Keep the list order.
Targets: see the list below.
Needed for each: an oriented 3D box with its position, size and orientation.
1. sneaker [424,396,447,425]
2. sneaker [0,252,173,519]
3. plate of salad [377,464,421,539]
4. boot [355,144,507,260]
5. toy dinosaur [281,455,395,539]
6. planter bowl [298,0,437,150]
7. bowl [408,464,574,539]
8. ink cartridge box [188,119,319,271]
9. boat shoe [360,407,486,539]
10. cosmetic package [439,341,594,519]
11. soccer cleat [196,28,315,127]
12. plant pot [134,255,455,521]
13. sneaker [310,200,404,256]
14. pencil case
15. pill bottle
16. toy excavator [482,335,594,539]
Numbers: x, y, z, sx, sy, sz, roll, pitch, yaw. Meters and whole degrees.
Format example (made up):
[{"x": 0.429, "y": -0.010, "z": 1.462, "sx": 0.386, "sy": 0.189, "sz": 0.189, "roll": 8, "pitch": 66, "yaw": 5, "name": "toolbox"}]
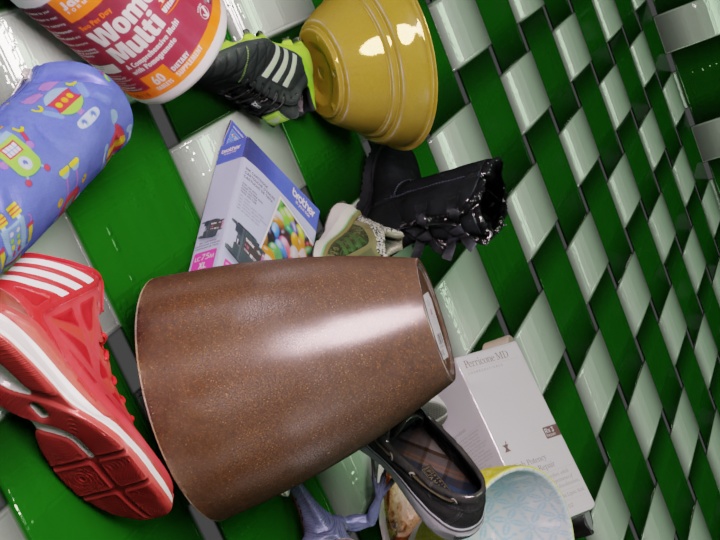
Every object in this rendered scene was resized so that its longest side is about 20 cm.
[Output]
[{"x": -0.001, "y": 0.105, "z": 1.066, "sx": 0.199, "sy": 0.070, "sz": 0.081, "roll": 28, "pitch": 26, "yaw": -44, "name": "sneaker"}, {"x": -0.178, "y": 0.069, "z": 0.755, "sx": 0.201, "sy": 0.077, "sz": 0.116, "roll": 57, "pitch": 35, "yaw": -30, "name": "sneaker"}, {"x": 0.078, "y": 0.247, "z": 1.136, "sx": 0.200, "sy": 0.048, "sz": 0.203, "roll": 36, "pitch": 46, "yaw": -48, "name": "plate of salad"}, {"x": 0.078, "y": -0.086, "z": 1.182, "sx": 0.074, "sy": 0.161, "sz": 0.200, "roll": 55, "pitch": 34, "yaw": -31, "name": "boot"}, {"x": -0.029, "y": 0.248, "z": 0.937, "sx": 0.181, "sy": 0.201, "sz": 0.105, "roll": 39, "pitch": 22, "yaw": 16, "name": "toy dinosaur"}, {"x": -0.010, "y": -0.210, "z": 1.127, "sx": 0.083, "sy": 0.200, "sz": 0.203, "roll": -19, "pitch": 93, "yaw": -25, "name": "planter bowl"}, {"x": 0.105, "y": 0.279, "z": 1.048, "sx": 0.199, "sy": 0.107, "sz": 0.204, "roll": 0, "pitch": 90, "yaw": -46, "name": "bowl"}, {"x": -0.090, "y": -0.030, "z": 0.993, "sx": 0.119, "sy": 0.042, "sz": 0.202, "roll": 46, "pitch": 38, "yaw": -41, "name": "ink cartridge box"}, {"x": 0.035, "y": 0.133, "z": 0.923, "sx": 0.068, "sy": 0.057, "sz": 0.200, "roll": -26, "pitch": 56, "yaw": -32, "name": "boat shoe"}, {"x": 0.159, "y": 0.186, "z": 1.202, "sx": 0.101, "sy": 0.074, "sz": 0.202, "roll": -11, "pitch": 69, "yaw": -38, "name": "cosmetic package"}, {"x": -0.094, "y": -0.175, "z": 1.031, "sx": 0.199, "sy": 0.067, "sz": 0.082, "roll": -20, "pitch": 95, "yaw": -63, "name": "soccer cleat"}, {"x": -0.036, "y": 0.066, "z": 0.824, "sx": 0.187, "sy": 0.197, "sz": 0.190, "roll": -17, "pitch": 90, "yaw": -81, "name": "plant pot"}, {"x": 0.000, "y": 0.000, "z": 1.039, "sx": 0.201, "sy": 0.087, "sz": 0.078, "roll": -73, "pitch": 170, "yaw": -55, "name": "sneaker"}, {"x": -0.227, "y": -0.069, "z": 0.734, "sx": 0.087, "sy": 0.078, "sz": 0.201, "roll": 42, "pitch": 39, "yaw": -13, "name": "pencil case"}, {"x": -0.199, "y": -0.221, "z": 0.826, "sx": 0.200, "sy": 0.108, "sz": 0.111, "roll": 38, "pitch": 45, "yaw": -46, "name": "pill bottle"}, {"x": 0.195, "y": 0.205, "z": 1.332, "sx": 0.196, "sy": 0.099, "sz": 0.201, "roll": 60, "pitch": 19, "yaw": -26, "name": "toy excavator"}]
